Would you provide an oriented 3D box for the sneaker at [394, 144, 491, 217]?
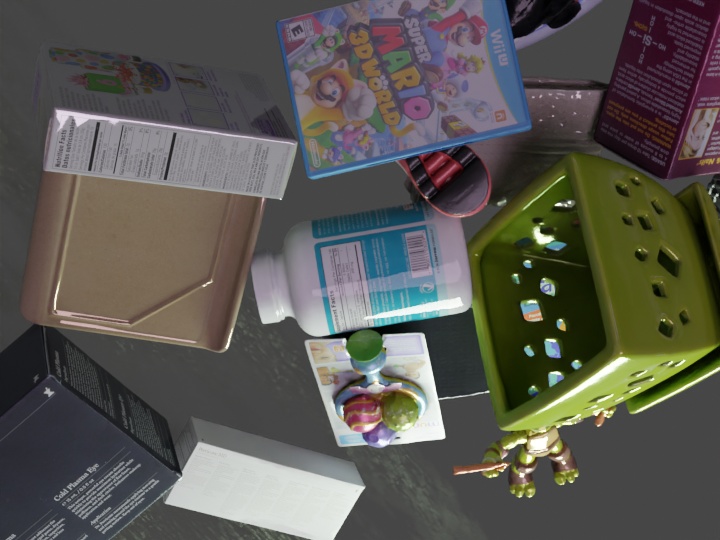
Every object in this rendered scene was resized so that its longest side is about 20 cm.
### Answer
[{"bbox_3d":[0.042,-0.125,1.214,0.074,0.087,0.200,-38,84,5],"label":"sneaker"}]

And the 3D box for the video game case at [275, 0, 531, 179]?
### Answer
[{"bbox_3d":[0.036,-0.170,1.163,0.200,0.018,0.143,-12,86,8],"label":"video game case"}]

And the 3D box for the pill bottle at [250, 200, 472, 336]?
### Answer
[{"bbox_3d":[0.000,0.000,1.263,0.200,0.111,0.111,-9,122,1],"label":"pill bottle"}]

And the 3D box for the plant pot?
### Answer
[{"bbox_3d":[0.231,0.026,1.232,0.181,0.200,0.199,3,154,-27],"label":"plant pot"}]

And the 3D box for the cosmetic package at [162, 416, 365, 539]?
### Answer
[{"bbox_3d":[-0.103,0.220,1.401,0.200,0.051,0.083,20,113,-27],"label":"cosmetic package"}]

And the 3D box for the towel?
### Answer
[{"bbox_3d":[0.145,-0.122,1.296,0.200,0.034,0.133,0,121,-17],"label":"towel"}]

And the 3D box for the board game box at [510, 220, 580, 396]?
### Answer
[{"bbox_3d":[0.221,0.040,1.407,0.152,0.045,0.200,-11,121,-11],"label":"board game box"}]

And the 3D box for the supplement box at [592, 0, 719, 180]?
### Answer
[{"bbox_3d":[0.319,-0.197,1.250,0.131,0.103,0.200,-8,123,-38],"label":"supplement box"}]

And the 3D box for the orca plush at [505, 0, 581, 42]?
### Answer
[{"bbox_3d":[0.190,-0.258,1.168,0.200,0.071,0.105,-26,124,-3],"label":"orca plush"}]

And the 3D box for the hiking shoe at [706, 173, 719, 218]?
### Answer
[{"bbox_3d":[0.433,-0.058,1.414,0.101,0.076,0.200,-38,133,-4],"label":"hiking shoe"}]

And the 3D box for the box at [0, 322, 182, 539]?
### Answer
[{"bbox_3d":[-0.309,0.183,1.280,0.200,0.104,0.182,-40,124,6],"label":"box"}]

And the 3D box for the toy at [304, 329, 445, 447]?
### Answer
[{"bbox_3d":[0.017,0.135,1.328,0.115,0.047,0.200,-5,139,8],"label":"toy"}]

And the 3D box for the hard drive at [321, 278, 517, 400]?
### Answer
[{"bbox_3d":[0.060,0.073,1.354,0.200,0.042,0.135,-3,121,-2],"label":"hard drive"}]

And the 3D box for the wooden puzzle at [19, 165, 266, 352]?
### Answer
[{"bbox_3d":[-0.201,-0.022,1.231,0.200,0.037,0.185,12,115,-11],"label":"wooden puzzle"}]

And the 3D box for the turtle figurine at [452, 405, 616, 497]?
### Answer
[{"bbox_3d":[0.185,0.187,1.446,0.200,0.064,0.161,-28,147,-11],"label":"turtle figurine"}]

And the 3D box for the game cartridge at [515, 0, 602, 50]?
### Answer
[{"bbox_3d":[0.148,-0.273,1.209,0.200,0.042,0.133,-29,119,-1],"label":"game cartridge"}]

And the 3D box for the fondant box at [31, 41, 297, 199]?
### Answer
[{"bbox_3d":[-0.168,-0.127,1.123,0.200,0.144,0.058,7,118,-22],"label":"fondant box"}]
